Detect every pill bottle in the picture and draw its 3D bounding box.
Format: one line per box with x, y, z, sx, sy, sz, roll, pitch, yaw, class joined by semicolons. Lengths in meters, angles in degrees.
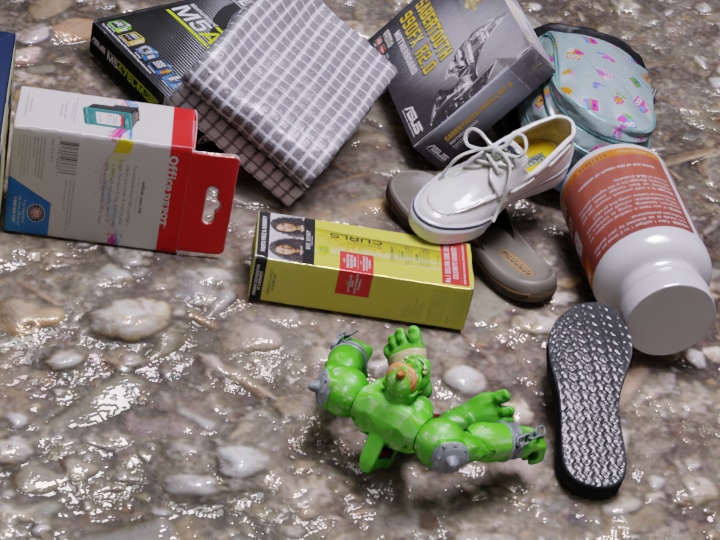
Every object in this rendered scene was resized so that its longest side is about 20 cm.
0.260;-0.019;1.654;0.111;0.113;0.201;3;39;-13;pill bottle

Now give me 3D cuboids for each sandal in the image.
0.191;0.113;1.530;0.075;0.048;0.201;12;50;-4;sandal
0.110;-0.043;1.685;0.081;0.055;0.200;-22;50;-37;sandal

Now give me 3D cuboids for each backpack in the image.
0.226;-0.161;1.812;0.166;0.127;0.201;13;40;-7;backpack

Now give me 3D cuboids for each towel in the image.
-0.069;-0.185;1.723;0.165;0.086;0.200;39;52;-5;towel

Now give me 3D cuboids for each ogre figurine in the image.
0.045;0.113;1.444;0.200;0.098;0.120;45;27;14;ogre figurine

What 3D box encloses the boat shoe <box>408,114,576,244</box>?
0.129;-0.096;1.643;0.201;0.086;0.075;-25;59;-32;boat shoe

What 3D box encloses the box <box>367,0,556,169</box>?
0.100;-0.222;1.829;0.048;0.158;0.201;35;23;-38;box

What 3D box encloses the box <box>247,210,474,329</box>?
0.000;0.000;1.600;0.198;0.050;0.076;10;36;-6;box

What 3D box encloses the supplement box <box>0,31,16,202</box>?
-0.409;-0.112;1.546;0.198;0.135;0.201;5;38;-10;supplement box

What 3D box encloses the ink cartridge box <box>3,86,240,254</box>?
-0.213;-0.087;1.591;0.198;0.117;0.067;8;37;-9;ink cartridge box

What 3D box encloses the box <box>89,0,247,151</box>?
-0.147;-0.207;1.820;0.192;0.048;0.200;-19;50;-33;box
